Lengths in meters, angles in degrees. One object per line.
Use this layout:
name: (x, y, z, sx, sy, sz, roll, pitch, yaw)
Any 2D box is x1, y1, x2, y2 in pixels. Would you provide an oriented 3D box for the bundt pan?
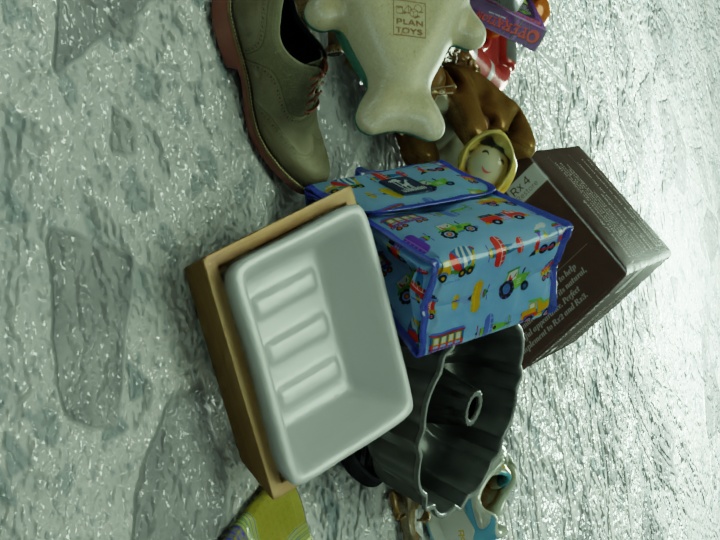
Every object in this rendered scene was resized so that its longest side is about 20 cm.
bundt pan: (0.070, 0.112, 1.372, 0.202, 0.075, 0.204, -37, 135, -48)

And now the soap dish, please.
soap dish: (-0.048, 0.053, 1.213, 0.157, 0.081, 0.202, -28, 111, -37)

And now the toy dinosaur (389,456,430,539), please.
toy dinosaur: (0.048, 0.177, 1.485, 0.106, 0.060, 0.202, 54, 44, -76)

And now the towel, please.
towel: (-0.079, 0.266, 1.215, 0.200, 0.023, 0.145, -46, 126, -59)

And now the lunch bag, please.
lunch bag: (0.056, -0.032, 1.314, 0.149, 0.200, 0.095, -15, 129, -32)

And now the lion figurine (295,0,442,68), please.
lion figurine: (-0.005, -0.246, 1.387, 0.199, 0.072, 0.124, 3, 78, -42)

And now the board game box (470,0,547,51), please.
board game box: (0.081, -0.281, 1.490, 0.033, 0.198, 0.120, -62, -166, 19)

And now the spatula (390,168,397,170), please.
spatula: (0.000, 0.000, 1.406, 0.020, 0.056, 0.202, 35, 65, -35)

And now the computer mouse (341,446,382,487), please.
computer mouse: (-0.031, 0.124, 1.351, 0.201, 0.034, 0.059, 55, 32, -35)

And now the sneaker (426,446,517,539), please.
sneaker: (0.122, 0.191, 1.593, 0.077, 0.080, 0.202, 47, 42, -49)

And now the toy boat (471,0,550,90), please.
toy boat: (0.145, -0.279, 1.696, 0.200, 0.129, 0.132, 30, 57, -60)

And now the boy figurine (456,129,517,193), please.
boy figurine: (0.091, -0.043, 1.444, 0.201, 0.124, 0.064, -54, 169, -10)

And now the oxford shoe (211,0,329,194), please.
oxford shoe: (-0.058, -0.151, 1.296, 0.071, 0.074, 0.201, -68, 143, -47)

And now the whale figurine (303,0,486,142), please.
whale figurine: (0.025, -0.196, 1.282, 0.104, 0.157, 0.202, 136, -46, -65)

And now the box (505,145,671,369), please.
box: (0.203, -0.018, 1.651, 0.165, 0.166, 0.200, 51, 23, 11)

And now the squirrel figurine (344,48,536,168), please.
squirrel figurine: (0.063, -0.189, 1.537, 0.186, 0.141, 0.202, 37, 37, -44)

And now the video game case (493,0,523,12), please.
video game case: (0.057, -0.308, 1.371, 0.022, 0.199, 0.182, -57, 171, 0)
